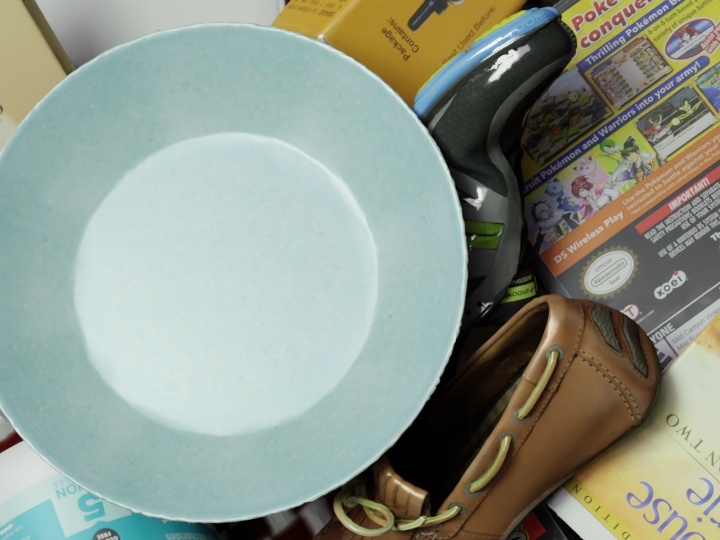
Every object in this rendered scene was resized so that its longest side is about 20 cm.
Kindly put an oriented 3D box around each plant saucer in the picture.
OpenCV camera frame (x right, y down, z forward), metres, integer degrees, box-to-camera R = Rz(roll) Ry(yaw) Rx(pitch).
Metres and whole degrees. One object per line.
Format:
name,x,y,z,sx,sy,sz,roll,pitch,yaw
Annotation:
plant saucer,-0.055,0.002,1.060,0.200,0.039,0.202,-1,78,6

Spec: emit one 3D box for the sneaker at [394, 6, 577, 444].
sneaker,0.047,-0.017,1.092,0.083,0.071,0.200,30,114,19

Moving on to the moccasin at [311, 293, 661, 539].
moccasin,0.029,0.082,1.058,0.201,0.078,0.074,-41,36,34

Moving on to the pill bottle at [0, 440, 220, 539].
pill bottle,-0.095,0.171,1.134,0.111,0.111,0.200,-31,65,14

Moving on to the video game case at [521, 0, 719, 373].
video game case,0.152,-0.059,1.116,0.200,0.026,0.181,-36,64,2

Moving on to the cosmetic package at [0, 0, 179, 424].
cosmetic package,-0.154,-0.039,1.160,0.105,0.071,0.200,-34,62,-1

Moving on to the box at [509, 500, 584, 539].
box,0.069,0.201,1.089,0.136,0.038,0.200,-39,63,10

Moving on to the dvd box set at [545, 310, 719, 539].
dvd box set,0.188,0.067,1.031,0.146,0.029,0.200,44,108,8

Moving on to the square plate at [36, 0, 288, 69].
square plate,-0.105,-0.102,1.238,0.198,0.028,0.201,-19,60,31

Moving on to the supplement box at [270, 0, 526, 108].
supplement box,0.051,-0.154,1.152,0.200,0.067,0.069,-51,27,-11

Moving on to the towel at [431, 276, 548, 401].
towel,0.000,0.000,1.183,0.200,0.034,0.133,42,96,27
